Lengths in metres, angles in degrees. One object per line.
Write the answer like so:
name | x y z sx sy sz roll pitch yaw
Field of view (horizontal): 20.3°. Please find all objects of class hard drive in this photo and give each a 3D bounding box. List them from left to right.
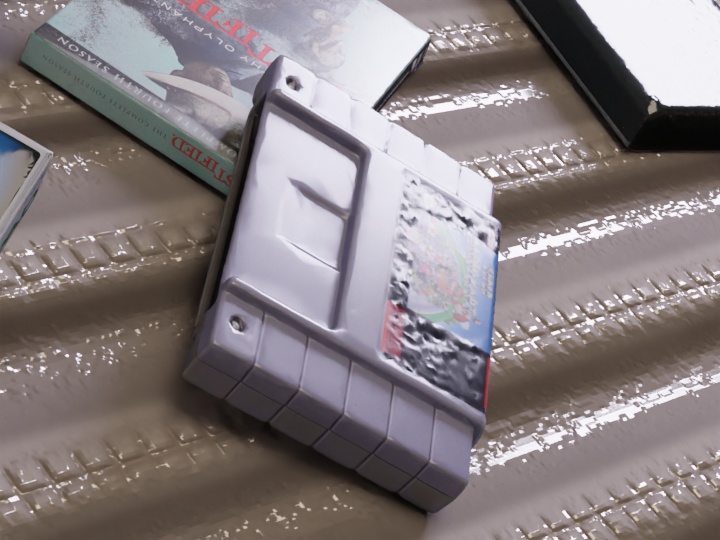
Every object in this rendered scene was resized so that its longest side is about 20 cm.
hard drive | 0.160 -0.149 1.189 0.139 0.033 0.200 -2 47 -39

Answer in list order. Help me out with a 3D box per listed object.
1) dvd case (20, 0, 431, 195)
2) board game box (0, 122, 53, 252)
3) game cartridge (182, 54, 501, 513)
dvd case | -0.058 -0.109 0.987 0.146 0.022 0.200 34 37 3
board game box | -0.204 0.004 0.686 0.126 0.035 0.201 29 51 -5
game cartridge | 0.000 0.000 0.868 0.129 0.038 0.201 26 39 -14
